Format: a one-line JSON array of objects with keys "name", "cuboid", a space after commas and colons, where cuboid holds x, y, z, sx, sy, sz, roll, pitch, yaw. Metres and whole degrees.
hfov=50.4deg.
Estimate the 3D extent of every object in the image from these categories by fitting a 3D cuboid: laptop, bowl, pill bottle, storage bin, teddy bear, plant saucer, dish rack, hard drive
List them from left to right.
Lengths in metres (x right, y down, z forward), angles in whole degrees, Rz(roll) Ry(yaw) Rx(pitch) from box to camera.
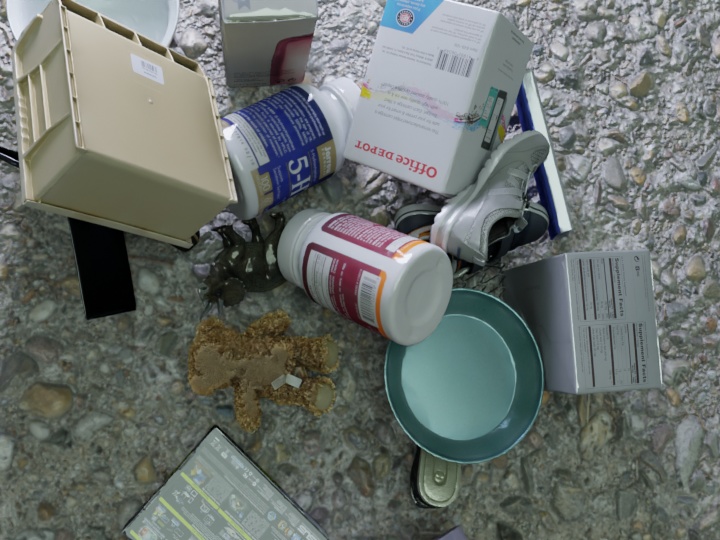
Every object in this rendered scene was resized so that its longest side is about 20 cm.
[{"name": "laptop", "cuboid": [-0.340, -0.046, 0.852, 0.196, 0.187, 0.118, 25, 89, -1]}, {"name": "bowl", "cuboid": [-0.314, -0.300, 0.928, 0.195, 0.090, 0.207, 2, 77, -7]}, {"name": "storage bin", "cuboid": [-0.245, -0.152, 0.799, 0.198, 0.093, 0.203, 16, 51, -50]}, {"name": "teddy bear", "cuboid": [-0.116, 0.120, 0.944, 0.195, 0.067, 0.149, -8, 94, -18]}, {"name": "pill bottle", "cuboid": [-0.085, -0.158, 0.940, 0.198, 0.119, 0.121, -31, 90, -23]}, {"name": "pill bottle", "cuboid": [0.000, 0.000, 0.888, 0.113, 0.198, 0.117, -23, 124, -40]}, {"name": "dish rack", "cuboid": [0.126, 0.028, 0.985, 0.149, 0.055, 0.205, 7, 73, -10]}, {"name": "plant saucer", "cuboid": [0.120, 0.124, 0.909, 0.194, 0.036, 0.206, 2, 77, -8]}, {"name": "hard drive", "cuboid": [0.238, -0.145, 1.000, 0.025, 0.132, 0.205, -14, 86, 11]}]

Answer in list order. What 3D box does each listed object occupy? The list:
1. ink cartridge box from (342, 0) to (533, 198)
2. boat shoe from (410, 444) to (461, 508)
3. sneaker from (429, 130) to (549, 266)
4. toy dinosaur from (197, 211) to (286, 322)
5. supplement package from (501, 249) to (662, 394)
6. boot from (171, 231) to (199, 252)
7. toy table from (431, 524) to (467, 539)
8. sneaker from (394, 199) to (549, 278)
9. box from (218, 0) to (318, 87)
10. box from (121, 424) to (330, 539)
[{"name": "ink cartridge box", "cuboid": [0.094, -0.205, 0.919, 0.144, 0.145, 0.205, 23, 102, 26]}, {"name": "boat shoe", "cuboid": [0.104, 0.199, 0.971, 0.070, 0.068, 0.204, 17, 65, -1]}, {"name": "sneaker", "cuboid": [0.167, -0.079, 0.889, 0.081, 0.075, 0.200, 35, 69, 21]}, {"name": "toy dinosaur", "cuboid": [-0.130, -0.013, 0.954, 0.197, 0.076, 0.105, -18, 99, -34]}, {"name": "supplement package", "cuboid": [0.265, 0.066, 0.944, 0.108, 0.200, 0.160, -3, 85, -10]}, {"name": "boot", "cuboid": [-0.239, -0.139, 0.945, 0.201, 0.077, 0.139, 52, 55, -19]}, {"name": "toy table", "cuboid": [0.060, 0.403, 0.889, 0.197, 0.184, 0.119, -30, 73, 0]}, {"name": "sneaker", "cuboid": [0.141, -0.035, 0.942, 0.194, 0.079, 0.081, -3, 54, -4]}, {"name": "box", "cuboid": [-0.116, -0.318, 0.917, 0.106, 0.200, 0.132, -5, 85, -10]}, {"name": "box", "cuboid": [-0.158, 0.315, 0.917, 0.200, 0.044, 0.161, 43, 79, -3]}]
